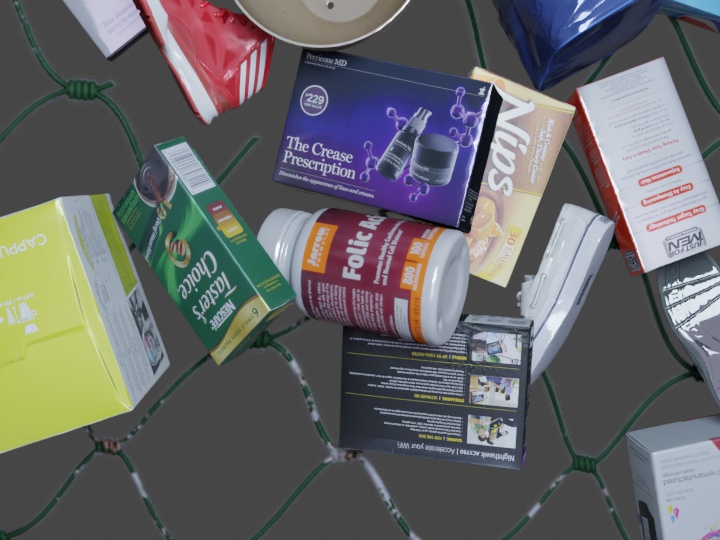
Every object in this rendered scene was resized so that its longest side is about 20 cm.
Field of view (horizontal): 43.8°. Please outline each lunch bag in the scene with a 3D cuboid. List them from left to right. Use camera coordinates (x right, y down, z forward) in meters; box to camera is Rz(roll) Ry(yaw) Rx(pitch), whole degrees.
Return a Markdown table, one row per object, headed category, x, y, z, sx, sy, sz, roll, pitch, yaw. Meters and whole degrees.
| category | x | y | z | sx | sy | sz | roll | pitch | yaw |
| --- | --- | --- | --- | --- | --- | --- | --- | --- | --- |
| lunch bag | 0.202 | -0.278 | 0.856 | 0.135 | 0.200 | 0.133 | -29 | 83 | -1 |

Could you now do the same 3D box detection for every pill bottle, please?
| category | x | y | z | sx | sy | sz | roll | pitch | yaw |
| --- | --- | --- | --- | --- | --- | --- | --- | --- | --- |
| pill bottle | 0.000 | 0.000 | 0.894 | 0.198 | 0.114 | 0.116 | 11 | 96 | 21 |

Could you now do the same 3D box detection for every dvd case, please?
| category | x | y | z | sx | sy | sz | roll | pitch | yaw |
| --- | --- | --- | --- | --- | --- | --- | --- | --- | --- |
| dvd case | -0.266 | -0.341 | 0.922 | 0.142 | 0.018 | 0.201 | -37 | 96 | 2 |

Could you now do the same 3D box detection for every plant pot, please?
| category | x | y | z | sx | sy | sz | roll | pitch | yaw |
| --- | --- | --- | --- | --- | --- | --- | --- | --- | --- |
| plant pot | -0.027 | -0.306 | 0.872 | 0.197 | 0.134 | 0.203 | 0 | 92 | 6 |

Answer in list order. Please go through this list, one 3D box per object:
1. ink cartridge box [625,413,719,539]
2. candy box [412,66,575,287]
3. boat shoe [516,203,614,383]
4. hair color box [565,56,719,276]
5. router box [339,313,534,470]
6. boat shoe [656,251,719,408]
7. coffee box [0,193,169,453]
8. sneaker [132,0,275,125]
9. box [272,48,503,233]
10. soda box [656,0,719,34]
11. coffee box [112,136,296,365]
| category | x | y | z | sx | sy | sz | roll | pitch | yaw |
| --- | --- | --- | --- | --- | --- | --- | --- | --- | --- |
| ink cartridge box | 0.387 | 0.271 | 0.983 | 0.144 | 0.083 | 0.203 | -11 | 96 | -2 |
| candy box | 0.134 | -0.097 | 0.947 | 0.114 | 0.055 | 0.202 | 20 | 94 | -4 |
| boat shoe | 0.201 | 0.026 | 0.959 | 0.065 | 0.072 | 0.202 | 29 | 109 | 25 |
| hair color box | 0.299 | -0.106 | 0.934 | 0.100 | 0.061 | 0.202 | -19 | 85 | 0 |
| router box | 0.078 | 0.120 | 0.943 | 0.197 | 0.051 | 0.151 | 4 | 96 | 15 |
| boat shoe | 0.379 | 0.067 | 0.971 | 0.074 | 0.065 | 0.204 | -27 | 82 | 10 |
| coffee box | -0.324 | 0.049 | 0.869 | 0.197 | 0.198 | 0.202 | -18 | 97 | -1 |
| sneaker | -0.158 | -0.261 | 0.905 | 0.115 | 0.078 | 0.202 | -29 | 120 | -10 |
| box | 0.027 | -0.131 | 0.896 | 0.198 | 0.079 | 0.143 | 14 | 91 | 16 |
| soda box | 0.373 | -0.291 | 0.934 | 0.198 | 0.064 | 0.069 | 17 | 95 | -4 |
| coffee box | -0.159 | -0.018 | 0.894 | 0.201 | 0.044 | 0.123 | 54 | 133 | 6 |
